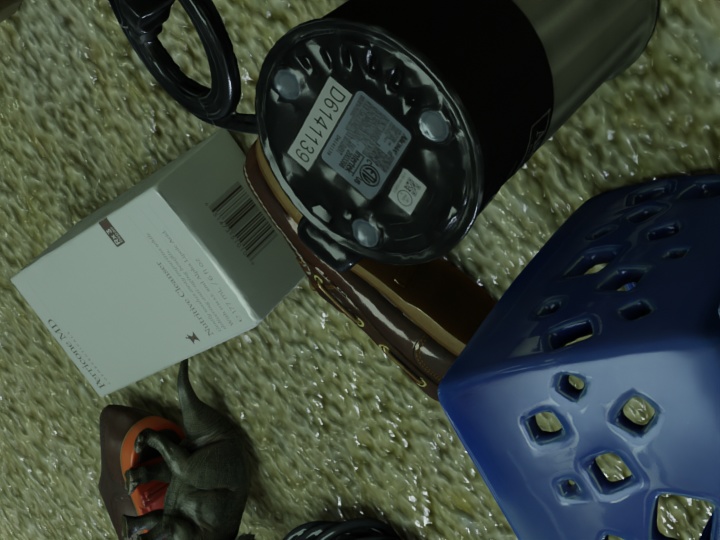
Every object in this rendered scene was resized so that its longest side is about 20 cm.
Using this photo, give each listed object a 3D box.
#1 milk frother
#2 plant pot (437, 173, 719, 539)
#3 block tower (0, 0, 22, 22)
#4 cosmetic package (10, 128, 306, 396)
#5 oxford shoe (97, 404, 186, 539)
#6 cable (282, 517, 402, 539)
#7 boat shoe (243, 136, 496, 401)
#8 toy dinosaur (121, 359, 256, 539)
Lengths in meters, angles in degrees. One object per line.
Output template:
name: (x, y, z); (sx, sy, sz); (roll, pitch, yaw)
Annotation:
milk frother: (0.007, -0.122, 0.727); (0.201, 0.188, 0.180); (53, 137, -6)
plant pot: (0.186, 0.063, 0.721); (0.179, 0.200, 0.201); (-22, 105, 40)
block tower: (-0.301, -0.245, 0.985); (0.200, 0.054, 0.058); (47, 139, -1)
cosmetic package: (-0.134, 0.000, 1.013); (0.199, 0.081, 0.113); (-28, 103, 46)
oxford shoe: (-0.166, 0.194, 1.204); (0.072, 0.071, 0.202); (23, 126, 41)
cable: (0.026, 0.260, 1.111); (0.199, 0.051, 0.164); (30, 128, 13)
boat shoe: (0.000, 0.000, 0.910); (0.200, 0.070, 0.070); (46, 134, 1)
toy dinosaur: (-0.120, 0.163, 1.122); (0.077, 0.101, 0.202); (165, 104, -66)
